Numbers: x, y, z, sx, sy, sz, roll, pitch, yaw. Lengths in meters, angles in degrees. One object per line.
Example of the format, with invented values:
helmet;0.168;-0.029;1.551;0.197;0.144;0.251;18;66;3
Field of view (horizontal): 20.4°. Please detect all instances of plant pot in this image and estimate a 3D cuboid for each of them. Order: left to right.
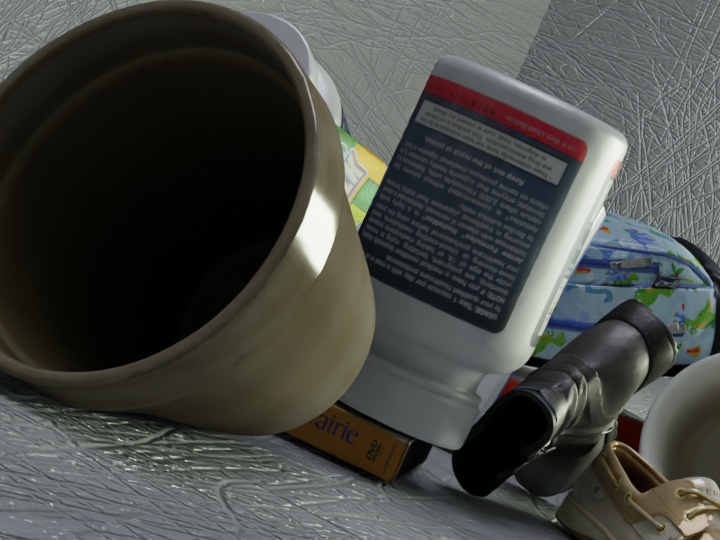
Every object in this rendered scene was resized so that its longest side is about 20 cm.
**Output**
plant pot;-0.079;-0.003;0.977;0.200;0.200;0.174;26;-13;33

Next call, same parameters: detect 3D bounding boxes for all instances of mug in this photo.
mug;0.297;0.153;1.462;0.187;0.149;0.153;35;-3;15

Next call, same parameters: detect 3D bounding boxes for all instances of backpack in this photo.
backpack;0.168;0.017;1.502;0.200;0.154;0.163;-10;21;-14

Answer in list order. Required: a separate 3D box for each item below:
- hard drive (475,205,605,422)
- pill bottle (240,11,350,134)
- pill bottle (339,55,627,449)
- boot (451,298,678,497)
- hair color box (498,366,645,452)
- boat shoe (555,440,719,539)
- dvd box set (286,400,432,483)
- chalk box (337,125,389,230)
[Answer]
hard drive;0.067;0.014;1.407;0.132;0.200;0.025;25;-17;24
pill bottle;-0.063;-0.086;1.390;0.116;0.116;0.200;25;-21;19
pill bottle;0.057;-0.008;1.126;0.120;0.200;0.120;25;3;-1
boot;0.103;0.100;1.231;0.132;0.200;0.070;-31;68;-33
hair color box;0.130;0.111;1.500;0.200;0.061;0.101;19;5;-42
boat shoe;0.185;0.151;1.165;0.074;0.069;0.200;22;4;-32
dvd box set;-0.055;0.064;1.176;0.200;0.029;0.146;25;3;8
chalk box;-0.057;-0.029;1.222;0.124;0.125;0.200;19;-10;41
